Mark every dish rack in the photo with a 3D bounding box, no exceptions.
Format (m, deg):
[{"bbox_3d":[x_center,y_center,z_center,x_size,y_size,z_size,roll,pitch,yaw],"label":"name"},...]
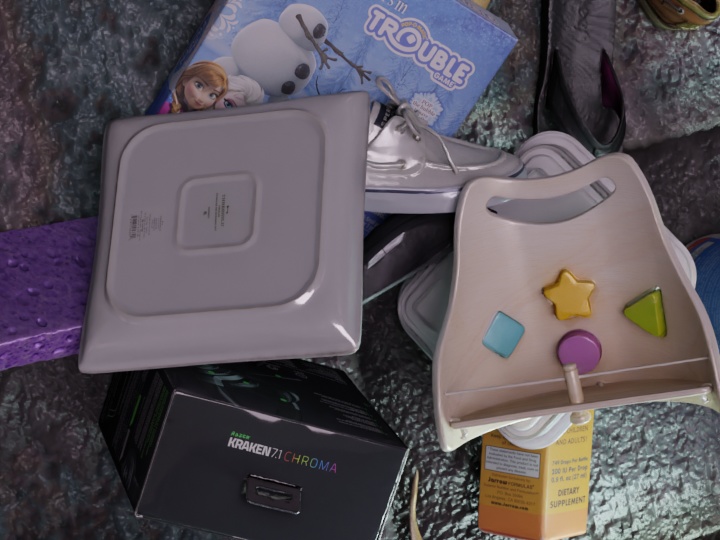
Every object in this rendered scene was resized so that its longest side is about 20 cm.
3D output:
[{"bbox_3d":[0.129,0.016,1.420,0.172,0.043,0.200,46,108,14],"label":"dish rack"}]

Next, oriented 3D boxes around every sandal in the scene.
[{"bbox_3d":[0.173,-0.139,1.489,0.075,0.048,0.202,-6,96,-18],"label":"sandal"}]

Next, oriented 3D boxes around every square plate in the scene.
[{"bbox_3d":[-0.093,-0.032,1.297,0.196,0.028,0.202,-5,62,13],"label":"square plate"}]

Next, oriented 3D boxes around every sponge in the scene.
[{"bbox_3d":[-0.180,0.006,1.356,0.198,0.112,0.030,-11,135,-16],"label":"sponge"}]

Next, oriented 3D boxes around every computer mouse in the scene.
[{"bbox_3d":[0.000,0.000,1.369,0.199,0.140,0.046,-31,89,16],"label":"computer mouse"}]

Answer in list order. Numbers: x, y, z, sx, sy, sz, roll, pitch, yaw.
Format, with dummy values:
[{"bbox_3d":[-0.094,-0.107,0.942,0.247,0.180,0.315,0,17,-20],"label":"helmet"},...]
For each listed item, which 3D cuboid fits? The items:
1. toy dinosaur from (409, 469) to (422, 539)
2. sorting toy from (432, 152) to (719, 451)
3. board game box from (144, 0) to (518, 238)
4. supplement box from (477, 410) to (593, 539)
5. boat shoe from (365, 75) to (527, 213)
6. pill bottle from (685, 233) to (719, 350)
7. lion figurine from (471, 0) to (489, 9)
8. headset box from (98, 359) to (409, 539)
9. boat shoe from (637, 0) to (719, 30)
[{"bbox_3d":[0.077,0.259,1.499,0.200,0.060,0.107,40,58,-23],"label":"toy dinosaur"},{"bbox_3d":[0.144,0.016,1.330,0.198,0.107,0.182,-9,97,12],"label":"sorting toy"},{"bbox_3d":[-0.022,-0.140,1.393,0.199,0.043,0.200,28,106,-19],"label":"board game box"},{"bbox_3d":[0.138,0.104,1.482,0.066,0.068,0.202,-2,94,-50],"label":"supplement box"},{"bbox_3d":[0.019,-0.093,1.361,0.200,0.075,0.087,2,112,2],"label":"boat shoe"},{"bbox_3d":[0.319,0.033,1.473,0.111,0.200,0.113,-2,95,-17],"label":"pill bottle"},{"bbox_3d":[0.080,-0.219,1.450,0.122,0.073,0.201,32,99,-26],"label":"lion figurine"},{"bbox_3d":[-0.078,0.119,1.344,0.173,0.200,0.094,16,99,-20],"label":"headset box"},{"bbox_3d":[0.215,-0.274,1.481,0.072,0.068,0.200,-44,105,-8],"label":"boat shoe"}]
